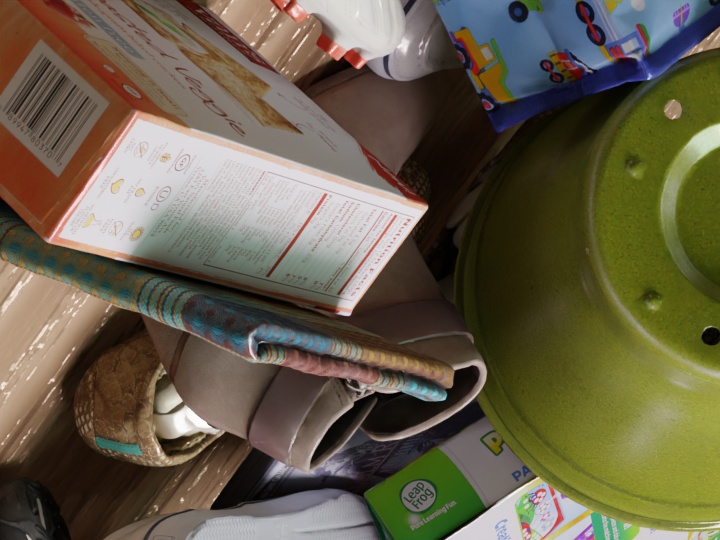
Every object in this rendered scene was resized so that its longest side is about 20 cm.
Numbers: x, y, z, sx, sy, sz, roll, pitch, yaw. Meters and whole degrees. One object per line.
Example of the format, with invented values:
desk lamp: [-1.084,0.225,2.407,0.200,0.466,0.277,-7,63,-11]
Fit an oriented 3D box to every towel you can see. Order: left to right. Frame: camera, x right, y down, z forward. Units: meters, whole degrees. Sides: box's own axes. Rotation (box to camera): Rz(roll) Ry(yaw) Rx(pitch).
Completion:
towel: [-0.080,0.004,1.017,0.147,0.200,0.022,15,95,-58]

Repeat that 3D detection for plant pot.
plant pot: [0.143,-0.005,1.127,0.200,0.200,0.193,-42,173,-9]

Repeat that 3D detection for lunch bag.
lunch bag: [0.108,-0.168,1.103,0.200,0.151,0.094,-34,-169,-39]

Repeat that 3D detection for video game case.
video game case: [0.043,0.069,1.300,0.199,0.019,0.143,-9,154,-29]

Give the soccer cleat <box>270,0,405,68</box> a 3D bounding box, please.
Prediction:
soccer cleat: [-0.020,-0.138,1.051,0.078,0.069,0.200,-50,150,1]

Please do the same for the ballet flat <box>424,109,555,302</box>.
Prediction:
ballet flat: [0.057,0.004,1.323,0.065,0.070,0.200,-7,133,-58]

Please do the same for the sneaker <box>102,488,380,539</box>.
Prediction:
sneaker: [-0.051,0.132,1.270,0.200,0.071,0.073,15,76,-57]

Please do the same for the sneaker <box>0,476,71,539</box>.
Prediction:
sneaker: [-0.159,0.176,1.270,0.079,0.074,0.201,-6,132,-12]

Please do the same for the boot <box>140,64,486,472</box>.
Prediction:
boot: [0.000,0.000,1.172,0.200,0.146,0.070,-33,149,-24]

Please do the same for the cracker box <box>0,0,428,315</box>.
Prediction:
cracker box: [-0.079,-0.056,1.003,0.058,0.134,0.200,-53,152,11]

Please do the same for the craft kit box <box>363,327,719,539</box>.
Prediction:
craft kit box: [0.106,0.104,1.304,0.197,0.049,0.200,-29,152,-7]

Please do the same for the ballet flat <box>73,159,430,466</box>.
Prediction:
ballet flat: [-0.033,0.024,1.235,0.200,0.065,0.071,-39,125,-17]

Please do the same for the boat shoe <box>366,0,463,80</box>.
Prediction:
boat shoe: [0.096,-0.122,1.210,0.202,0.086,0.075,-29,148,-30]
